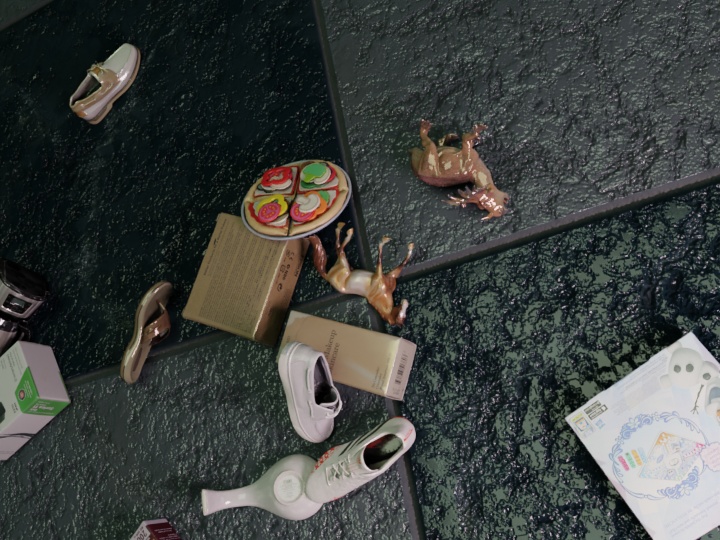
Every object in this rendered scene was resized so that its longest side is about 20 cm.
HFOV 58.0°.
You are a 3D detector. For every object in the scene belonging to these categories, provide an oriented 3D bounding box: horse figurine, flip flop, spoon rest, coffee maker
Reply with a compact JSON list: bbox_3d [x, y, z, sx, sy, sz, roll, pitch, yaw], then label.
[{"bbox_3d":[0.000,0.000,1.062,0.199,0.050,0.133,17,103,19],"label":"horse figurine"},{"bbox_3d":[-0.386,0.116,1.202,0.057,0.081,0.201,18,84,10],"label":"flip flop"},{"bbox_3d":[-0.150,0.354,1.041,0.199,0.061,0.100,-11,72,7],"label":"spoon rest"},{"bbox_3d":[-0.759,0.079,1.345,0.192,0.135,0.200,37,92,29],"label":"coffee maker"}]

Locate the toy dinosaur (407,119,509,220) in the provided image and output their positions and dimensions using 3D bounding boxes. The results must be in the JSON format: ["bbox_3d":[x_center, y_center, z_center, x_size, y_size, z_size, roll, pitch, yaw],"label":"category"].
[{"bbox_3d":[0.139,-0.160,1.038,0.199,0.086,0.136,14,88,33],"label":"toy dinosaur"}]

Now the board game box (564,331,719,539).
[{"bbox_3d":[0.404,0.217,0.827,0.200,0.043,0.199,-38,63,10],"label":"board game box"}]

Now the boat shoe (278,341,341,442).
[{"bbox_3d":[-0.064,0.189,0.975,0.068,0.201,0.072,11,36,29],"label":"boat shoe"}]

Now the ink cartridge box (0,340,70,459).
[{"bbox_3d":[-0.693,0.260,1.291,0.200,0.083,0.147,-41,62,9],"label":"ink cartridge box"}]

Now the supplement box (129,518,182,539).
[{"bbox_3d":[-0.312,0.518,1.056,0.200,0.061,0.109,37,92,27],"label":"supplement box"}]

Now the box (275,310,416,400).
[{"bbox_3d":[-0.024,0.132,1.026,0.199,0.078,0.095,10,80,26],"label":"box"}]

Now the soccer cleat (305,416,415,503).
[{"bbox_3d":[-0.005,0.285,0.963,0.200,0.085,0.069,-34,86,10],"label":"soccer cleat"}]

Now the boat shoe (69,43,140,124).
[{"bbox_3d":[-0.564,-0.422,1.438,0.075,0.068,0.200,33,90,28],"label":"boat shoe"}]

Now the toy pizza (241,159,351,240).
[{"bbox_3d":[-0.114,-0.132,1.124,0.199,0.032,0.201,-9,47,9],"label":"toy pizza"}]

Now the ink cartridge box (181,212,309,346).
[{"bbox_3d":[-0.200,0.014,1.142,0.164,0.075,0.201,15,81,28],"label":"ink cartridge box"}]
